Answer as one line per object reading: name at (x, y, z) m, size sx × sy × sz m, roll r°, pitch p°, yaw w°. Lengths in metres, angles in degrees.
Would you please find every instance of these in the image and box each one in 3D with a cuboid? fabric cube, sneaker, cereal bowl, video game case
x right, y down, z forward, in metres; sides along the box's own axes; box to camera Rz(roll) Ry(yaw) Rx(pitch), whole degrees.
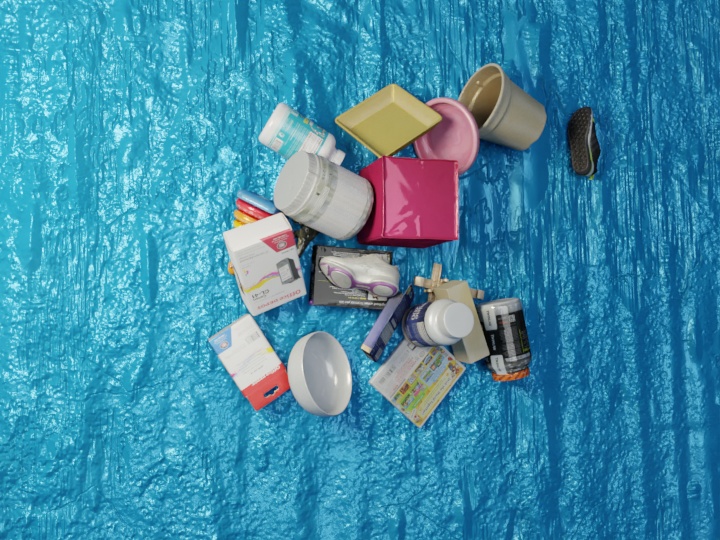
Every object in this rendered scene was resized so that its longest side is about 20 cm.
fabric cube at (0.112, -0.162, 1.691) m, size 0.199 × 0.199 × 0.197 m, roll 2°, pitch 88°, yaw -16°
sneaker at (0.631, -0.355, 1.932) m, size 0.083 × 0.072 × 0.201 m, roll 4°, pitch 87°, yaw -40°
cereal bowl at (-0.108, 0.250, 1.638) m, size 0.200 × 0.083 × 0.201 m, roll 32°, pitch 50°, yaw -49°
sneaker at (0.000, 0.000, 1.670) m, size 0.199 × 0.075 × 0.100 m, roll 17°, pitch 49°, yaw -3°
video game case at (0.148, 0.269, 1.773) m, size 0.182 × 0.023 × 0.200 m, roll 43°, pitch 76°, yaw -10°

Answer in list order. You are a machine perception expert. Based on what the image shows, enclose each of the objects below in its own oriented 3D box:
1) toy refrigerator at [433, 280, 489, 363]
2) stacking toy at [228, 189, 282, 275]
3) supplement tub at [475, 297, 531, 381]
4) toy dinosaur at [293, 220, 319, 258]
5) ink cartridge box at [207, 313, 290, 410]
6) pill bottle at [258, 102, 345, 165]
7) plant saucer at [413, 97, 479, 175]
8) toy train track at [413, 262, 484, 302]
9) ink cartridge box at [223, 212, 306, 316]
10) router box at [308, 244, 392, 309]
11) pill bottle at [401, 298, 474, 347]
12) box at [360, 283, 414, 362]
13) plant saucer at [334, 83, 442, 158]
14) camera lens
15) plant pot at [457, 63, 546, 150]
toy refrigerator at (0.260, 0.128, 1.758) m, size 0.070 × 0.076 × 0.201 m, roll -21°, pitch 97°, yaw -20°
stacking toy at (-0.270, -0.082, 1.637) m, size 0.109 × 0.116 × 0.201 m, roll 26°, pitch 98°, yaw 8°
supplement tub at (0.374, 0.178, 1.791) m, size 0.122 × 0.122 × 0.201 m, roll -10°, pitch 90°, yaw -16°
toy dinosaur at (-0.145, -0.095, 1.694) m, size 0.088 × 0.047 × 0.201 m, roll 34°, pitch 82°, yaw -19°
ink cartridge box at (-0.259, 0.216, 1.632) m, size 0.116 × 0.067 × 0.201 m, roll -33°, pitch 97°, yaw -15°
pill bottle at (-0.137, -0.308, 1.670) m, size 0.199 × 0.111 × 0.111 m, roll 32°, pitch 79°, yaw -13°
plant saucer at (0.222, -0.337, 1.746) m, size 0.051 × 0.200 × 0.202 m, roll -23°, pitch 94°, yaw -43°
toy train track at (0.237, 0.046, 1.803) m, size 0.199 × 0.033 × 0.115 m, roll 12°, pitch 84°, yaw -16°
ink cartridge box at (-0.217, -0.014, 1.594) m, size 0.147 × 0.086 × 0.201 m, roll -23°, pitch 130°, yaw -15°
router box at (-0.024, 0.018, 1.718) m, size 0.199 × 0.051 × 0.150 m, roll 5°, pitch 88°, yaw -16°
pill bottle at (0.189, 0.128, 1.677) m, size 0.110 × 0.200 × 0.112 m, roll 4°, pitch 80°, yaw -22°
box at (0.070, 0.125, 1.708) m, size 0.032 × 0.121 × 0.201 m, roll 29°, pitch 79°, yaw 17°
plant saucer at (0.070, -0.362, 1.722) m, size 0.200 × 0.049 × 0.200 m, roll -35°, pitch 56°, yaw -16°
camera lens at (-0.082, -0.172, 1.609) m, size 0.199 × 0.160 × 0.161 m, roll 23°, pitch 81°, yaw -32°
plant pot at (0.375, -0.407, 1.796) m, size 0.183 × 0.200 × 0.202 m, roll 18°, pitch 82°, yaw -25°
